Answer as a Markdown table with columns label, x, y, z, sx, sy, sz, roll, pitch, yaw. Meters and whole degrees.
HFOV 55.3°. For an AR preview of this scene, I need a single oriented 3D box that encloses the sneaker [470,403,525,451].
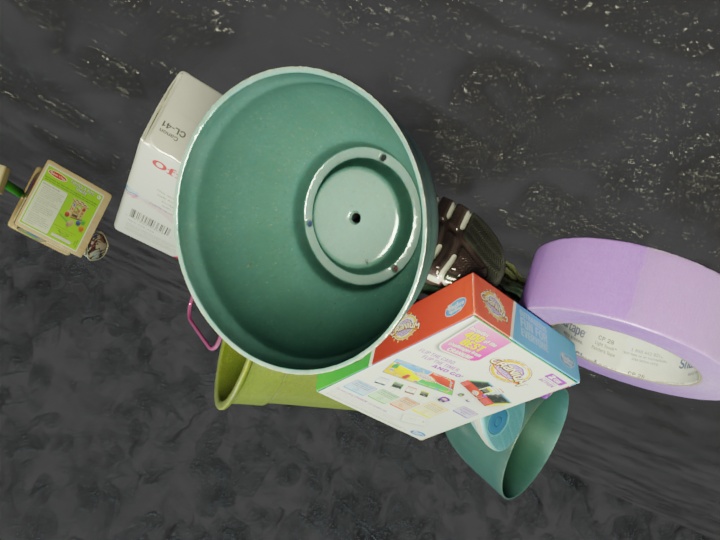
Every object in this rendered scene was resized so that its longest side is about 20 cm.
| label | x | y | z | sx | sy | sz | roll | pitch | yaw |
| --- | --- | --- | --- | --- | --- | --- | --- | --- | --- |
| sneaker | 0.122 | 0.115 | 0.831 | 0.129 | 0.079 | 0.204 | 18 | 134 | 55 |

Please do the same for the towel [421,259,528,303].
| label | x | y | z | sx | sy | sz | roll | pitch | yaw |
| --- | --- | --- | --- | --- | --- | --- | --- | --- | --- |
| towel | 0.085 | -0.006 | 0.745 | 0.147 | 0.037 | 0.197 | 32 | 164 | -37 |

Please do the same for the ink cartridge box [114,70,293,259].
| label | x | y | z | sx | sy | sz | roll | pitch | yaw |
| --- | --- | --- | --- | --- | --- | --- | --- | --- | --- |
| ink cartridge box | -0.149 | -0.077 | 0.675 | 0.145 | 0.088 | 0.199 | 28 | 151 | -17 |

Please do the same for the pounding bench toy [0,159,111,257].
| label | x | y | z | sx | sy | sz | roll | pitch | yaw |
| --- | --- | --- | --- | --- | --- | --- | --- | --- | --- |
| pounding bench toy | -0.586 | -0.127 | 1.252 | 0.198 | 0.127 | 0.154 | 31 | 165 | -31 |

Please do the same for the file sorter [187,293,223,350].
| label | x | y | z | sx | sy | sz | roll | pitch | yaw |
| --- | --- | --- | --- | --- | --- | --- | --- | --- | --- |
| file sorter | -0.131 | 0.052 | 0.984 | 0.196 | 0.129 | 0.138 | 15 | -168 | -37 |

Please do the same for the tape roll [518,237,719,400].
| label | x | y | z | sx | sy | sz | roll | pitch | yaw |
| --- | --- | --- | --- | --- | --- | --- | --- | --- | --- |
| tape roll | 0.240 | 0.046 | 0.612 | 0.195 | 0.067 | 0.201 | 23 | 166 | 6 |

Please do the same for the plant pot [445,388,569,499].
| label | x | y | z | sx | sy | sz | roll | pitch | yaw |
| --- | --- | --- | --- | --- | --- | --- | --- | --- | --- |
| plant pot | 0.231 | 0.250 | 1.163 | 0.159 | 0.204 | 0.200 | 28 | 173 | 36 |

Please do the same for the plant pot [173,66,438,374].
| label | x | y | z | sx | sy | sz | roll | pitch | yaw |
| --- | --- | --- | --- | --- | --- | --- | --- | --- | --- |
| plant pot | -0.023 | -0.038 | 0.523 | 0.195 | 0.206 | 0.134 | 18 | -168 | 21 |

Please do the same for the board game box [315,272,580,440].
| label | x | y | z | sx | sy | sz | roll | pitch | yaw |
| --- | --- | --- | --- | --- | --- | --- | --- | --- | --- |
| board game box | 0.077 | 0.090 | 0.636 | 0.151 | 0.041 | 0.198 | 31 | 136 | -32 |

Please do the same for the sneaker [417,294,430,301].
| label | x | y | z | sx | sy | sz | roll | pitch | yaw |
| --- | --- | --- | --- | --- | --- | --- | --- | --- | --- |
| sneaker | 0.089 | 0.100 | 0.910 | 0.197 | 0.113 | 0.074 | 25 | 158 | 37 |

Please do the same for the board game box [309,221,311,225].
| label | x | y | z | sx | sy | sz | roll | pitch | yaw |
| --- | --- | --- | --- | --- | --- | --- | --- | --- | --- |
| board game box | -0.124 | -0.054 | 0.831 | 0.195 | 0.035 | 0.137 | 20 | 147 | 21 |

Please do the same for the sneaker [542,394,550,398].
| label | x | y | z | sx | sy | sz | roll | pitch | yaw |
| --- | --- | --- | --- | --- | --- | --- | --- | --- | --- |
| sneaker | 0.207 | 0.100 | 0.833 | 0.079 | 0.090 | 0.200 | 15 | 164 | 34 |

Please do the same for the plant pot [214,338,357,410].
| label | x | y | z | sx | sy | sz | roll | pitch | yaw |
| --- | --- | --- | --- | --- | --- | --- | --- | --- | --- |
| plant pot | -0.042 | 0.072 | 0.757 | 0.185 | 0.206 | 0.199 | 17 | 169 | -18 |

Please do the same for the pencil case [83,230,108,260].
| label | x | y | z | sx | sy | sz | roll | pitch | yaw |
| --- | --- | --- | --- | --- | --- | --- | --- | --- | --- |
| pencil case | -0.764 | -0.092 | 1.804 | 0.195 | 0.080 | 0.089 | 20 | -172 | 15 |

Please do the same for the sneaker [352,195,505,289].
| label | x | y | z | sx | sy | sz | roll | pitch | yaw |
| --- | --- | --- | --- | --- | --- | --- | --- | --- | --- |
| sneaker | 0.045 | -0.017 | 0.650 | 0.197 | 0.076 | 0.117 | 29 | 155 | 22 |
